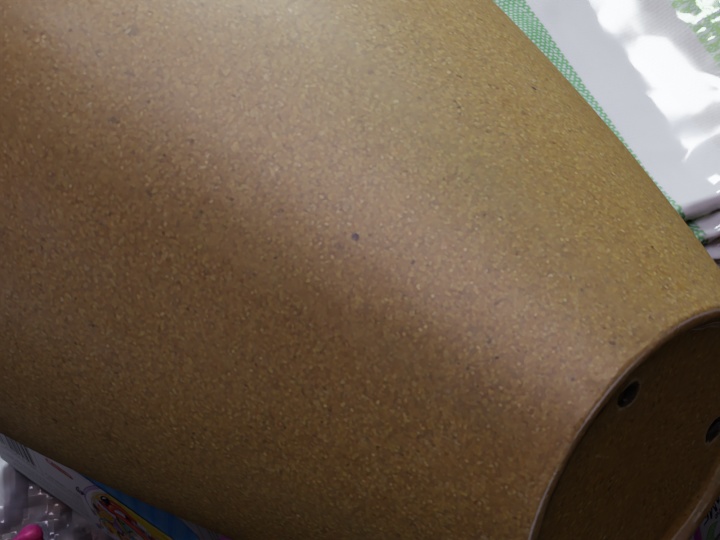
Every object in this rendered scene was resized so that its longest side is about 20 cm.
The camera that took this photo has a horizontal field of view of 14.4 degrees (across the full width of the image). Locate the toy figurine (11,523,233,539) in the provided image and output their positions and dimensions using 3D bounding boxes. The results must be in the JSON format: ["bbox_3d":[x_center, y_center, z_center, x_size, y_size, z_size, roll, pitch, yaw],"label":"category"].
[{"bbox_3d":[-0.036,0.127,0.734,0.200,0.150,0.184,-37,46,-9],"label":"toy figurine"}]

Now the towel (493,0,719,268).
[{"bbox_3d":[0.131,-0.090,0.817,0.199,0.031,0.149,-28,54,-8],"label":"towel"}]

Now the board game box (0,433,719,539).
[{"bbox_3d":[0.002,0.049,0.843,0.200,0.034,0.134,32,66,29],"label":"board game box"}]

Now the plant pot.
[{"bbox_3d":[0.000,0.000,0.737,0.200,0.187,0.186,33,66,31],"label":"plant pot"}]
